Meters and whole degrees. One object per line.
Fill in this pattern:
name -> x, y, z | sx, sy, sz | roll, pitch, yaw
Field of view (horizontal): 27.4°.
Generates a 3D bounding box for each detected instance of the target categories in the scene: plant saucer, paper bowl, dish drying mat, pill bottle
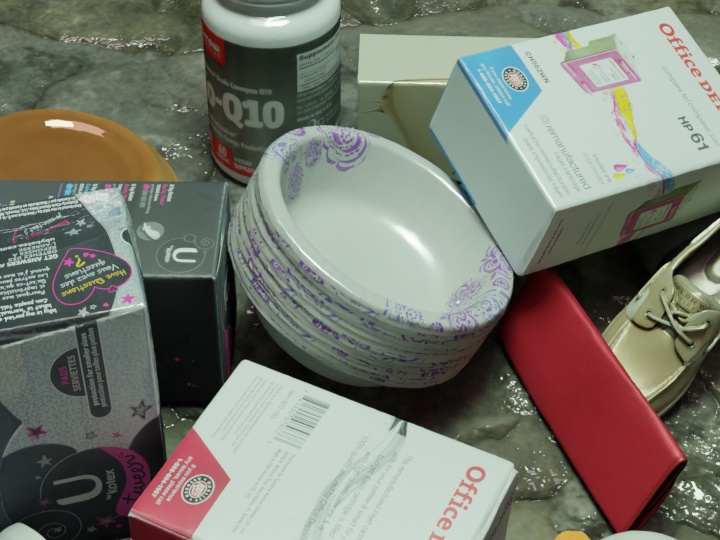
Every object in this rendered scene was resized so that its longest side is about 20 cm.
plant saucer -> -0.239, -0.070, 1.174 | 0.197, 0.038, 0.201 | 8, 39, -7
paper bowl -> 0.000, 0.000, 1.042 | 0.198, 0.105, 0.202 | 21, 37, -17
dish drying mat -> 0.154, 0.084, 1.008 | 0.018, 0.077, 0.201 | 11, 33, -34
pill bottle -> -0.072, -0.179, 1.198 | 0.112, 0.202, 0.115 | 0, 41, 0

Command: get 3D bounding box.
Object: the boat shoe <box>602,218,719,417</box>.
boat shoe -> 0.224, 0.029, 1.036 | 0.072, 0.065, 0.200 | 40, 74, 20

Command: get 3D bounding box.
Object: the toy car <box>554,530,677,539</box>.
toy car -> 0.177, 0.182, 0.788 | 0.198, 0.186, 0.178 | 21, 44, 5

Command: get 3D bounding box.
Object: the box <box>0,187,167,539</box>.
box -> -0.192, 0.069, 0.922 | 0.130, 0.202, 0.115 | -10, 44, -11

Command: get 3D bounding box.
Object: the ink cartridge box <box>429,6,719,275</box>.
ink cartridge box -> 0.174, -0.099, 1.076 | 0.198, 0.085, 0.146 | -16, 62, -26

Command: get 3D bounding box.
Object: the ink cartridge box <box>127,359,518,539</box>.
ink cartridge box -> -0.020, 0.159, 0.912 | 0.198, 0.084, 0.146 | 19, 45, 19

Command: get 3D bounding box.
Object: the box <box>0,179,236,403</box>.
box -> -0.191, 0.015, 1.041 | 0.197, 0.123, 0.107 | 0, 41, 1

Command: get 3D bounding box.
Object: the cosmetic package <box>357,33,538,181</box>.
cosmetic package -> 0.095, -0.133, 1.223 | 0.197, 0.104, 0.074 | 0, 42, 1

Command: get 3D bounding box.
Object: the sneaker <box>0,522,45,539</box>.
sneaker -> -0.187, 0.229, 0.841 | 0.081, 0.075, 0.200 | -19, 44, -25

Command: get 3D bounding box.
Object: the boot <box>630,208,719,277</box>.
boot -> 0.288, -0.058, 1.164 | 0.197, 0.070, 0.132 | -15, 46, -18
